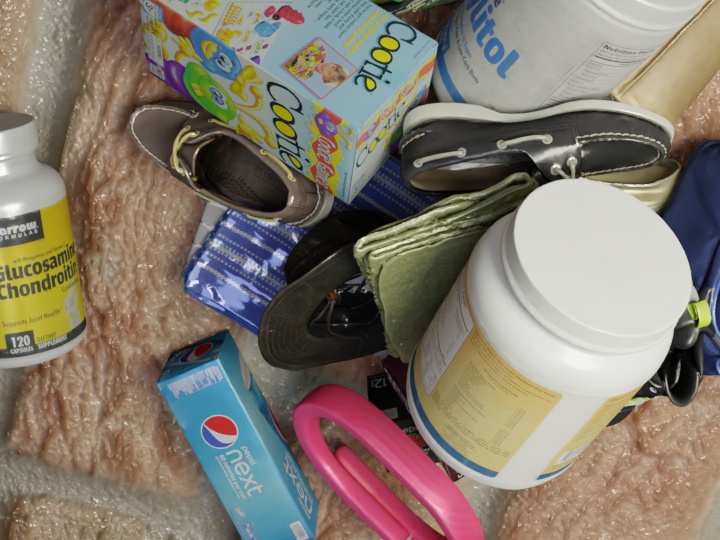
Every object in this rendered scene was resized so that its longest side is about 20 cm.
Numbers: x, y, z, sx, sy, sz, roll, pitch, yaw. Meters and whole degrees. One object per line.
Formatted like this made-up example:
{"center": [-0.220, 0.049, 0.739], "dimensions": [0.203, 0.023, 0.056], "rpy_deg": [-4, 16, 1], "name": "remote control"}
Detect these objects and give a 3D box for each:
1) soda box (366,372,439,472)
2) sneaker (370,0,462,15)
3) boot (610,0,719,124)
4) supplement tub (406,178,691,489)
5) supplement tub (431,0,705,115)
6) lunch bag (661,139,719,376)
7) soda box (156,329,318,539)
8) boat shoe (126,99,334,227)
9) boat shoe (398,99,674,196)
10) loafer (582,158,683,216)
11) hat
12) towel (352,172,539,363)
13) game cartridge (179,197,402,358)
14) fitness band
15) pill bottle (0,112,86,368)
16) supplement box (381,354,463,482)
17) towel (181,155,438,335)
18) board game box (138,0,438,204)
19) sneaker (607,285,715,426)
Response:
{"center": [0.109, 0.118, 1.092], "dimensions": [0.199, 0.063, 0.071], "rpy_deg": [-12, 131, 8], "name": "soda box"}
{"center": [0.058, -0.235, 0.964], "dimensions": [0.199, 0.085, 0.078], "rpy_deg": [-18, 108, 9], "name": "sneaker"}
{"center": [0.248, -0.230, 0.967], "dimensions": [0.175, 0.066, 0.200], "rpy_deg": [40, 108, -11], "name": "boot"}
{"center": [0.125, 0.046, 0.847], "dimensions": [0.144, 0.145, 0.200], "rpy_deg": [21, 141, -5], "name": "supplement tub"}
{"center": [0.149, -0.186, 0.909], "dimensions": [0.132, 0.132, 0.200], "rpy_deg": [32, 144, -8], "name": "supplement tub"}
{"center": [0.315, -0.002, 0.959], "dimensions": [0.136, 0.132, 0.200], "rpy_deg": [37, 72, -30], "name": "lunch bag"}
{"center": [-0.109, 0.161, 1.126], "dimensions": [0.064, 0.068, 0.200], "rpy_deg": [-22, 107, 10], "name": "soda box"}
{"center": [-0.116, -0.091, 1.000], "dimensions": [0.200, 0.059, 0.072], "rpy_deg": [28, 103, 23], "name": "boat shoe"}
{"center": [0.127, -0.084, 0.898], "dimensions": [0.199, 0.060, 0.074], "rpy_deg": [3, 150, 7], "name": "boat shoe"}
{"center": [0.174, -0.082, 1.018], "dimensions": [0.199, 0.076, 0.068], "rpy_deg": [0, 116, 4], "name": "loafer"}
{"center": [0.000, 0.000, 0.998], "dimensions": [0.200, 0.081, 0.201], "rpy_deg": [-19, 149, -12], "name": "hat"}
{"center": [0.077, 0.003, 0.930], "dimensions": [0.148, 0.037, 0.200], "rpy_deg": [-18, 149, 2], "name": "towel"}
{"center": [-0.045, -0.015, 1.078], "dimensions": [0.199, 0.038, 0.130], "rpy_deg": [21, 106, -5], "name": "game cartridge"}
{"center": [0.021, 0.181, 1.063], "dimensions": [0.200, 0.144, 0.037], "rpy_deg": [43, 64, 9], "name": "fitness band"}
{"center": [-0.302, -0.027, 1.045], "dimensions": [0.112, 0.112, 0.201], "rpy_deg": [-3, 110, 4], "name": "pill bottle"}
{"center": [0.131, 0.075, 1.029], "dimensions": [0.200, 0.109, 0.061], "rpy_deg": [-31, 147, -5], "name": "supplement box"}
{"center": [-0.045, -0.026, 1.046], "dimensions": [0.145, 0.024, 0.200], "rpy_deg": [33, 108, -10], "name": "towel"}
{"center": [-0.057, -0.161, 0.935], "dimensions": [0.200, 0.105, 0.103], "rpy_deg": [34, 154, 13], "name": "board game box"}
{"center": [0.210, 0.078, 0.924], "dimensions": [0.072, 0.083, 0.200], "rpy_deg": [-19, 146, -19], "name": "sneaker"}
